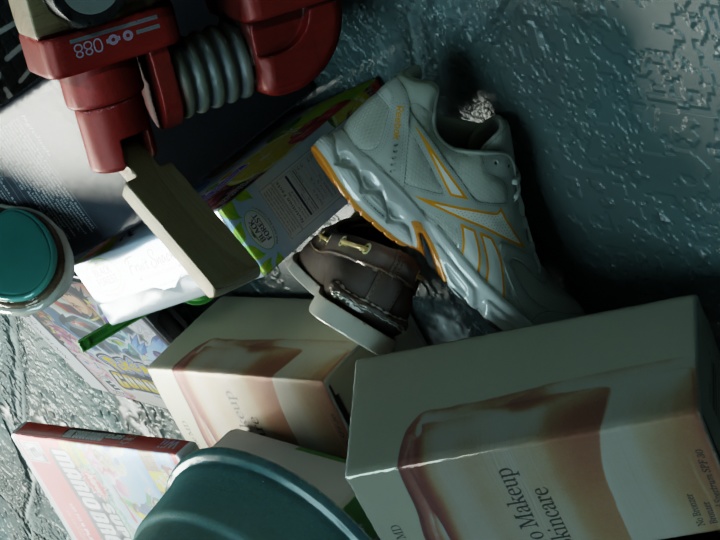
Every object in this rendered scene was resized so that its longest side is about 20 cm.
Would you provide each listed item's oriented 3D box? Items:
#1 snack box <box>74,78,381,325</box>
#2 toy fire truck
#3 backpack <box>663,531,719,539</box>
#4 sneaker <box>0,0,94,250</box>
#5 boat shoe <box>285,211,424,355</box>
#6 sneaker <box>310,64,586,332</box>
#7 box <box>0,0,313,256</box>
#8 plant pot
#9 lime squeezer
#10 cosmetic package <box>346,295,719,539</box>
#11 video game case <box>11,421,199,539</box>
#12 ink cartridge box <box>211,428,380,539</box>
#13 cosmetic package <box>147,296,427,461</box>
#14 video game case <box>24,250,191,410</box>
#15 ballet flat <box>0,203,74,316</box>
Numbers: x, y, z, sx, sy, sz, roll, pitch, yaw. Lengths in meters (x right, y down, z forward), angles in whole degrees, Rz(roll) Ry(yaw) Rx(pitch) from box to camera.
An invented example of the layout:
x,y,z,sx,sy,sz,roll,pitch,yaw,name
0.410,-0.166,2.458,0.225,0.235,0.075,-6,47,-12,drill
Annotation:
x,y,z,sx,sy,sz,roll,pitch,yaw,name
-0.074,-0.039,1.440,0.053,0.142,0.200,56,148,-11,snack box
-0.086,-0.103,1.312,0.129,0.175,0.202,25,131,65,toy fire truck
0.123,0.209,1.431,0.167,0.126,0.201,42,121,25,backpack
-0.237,-0.106,1.648,0.081,0.074,0.201,13,131,49,sneaker
0.000,0.000,1.421,0.072,0.060,0.200,30,-175,-9,boat shoe
0.071,-0.033,1.335,0.200,0.092,0.076,40,-173,-24,sneaker
-0.150,-0.093,1.474,0.105,0.148,0.200,55,149,-9,box
-0.097,0.242,1.361,0.199,0.196,0.201,28,142,25,plant pot
-0.102,0.007,1.576,0.199,0.071,0.038,-25,116,34,lime squeezer
0.103,0.094,1.295,0.198,0.088,0.104,-12,134,20,cosmetic package
-0.137,0.165,1.525,0.199,0.017,0.144,1,124,51,video game case
-0.026,0.215,1.543,0.144,0.084,0.201,11,135,45,ink cartridge box
-0.039,0.083,1.575,0.199,0.087,0.104,0,125,52,cosmetic package
-0.183,0.043,1.723,0.199,0.026,0.181,12,150,46,video game case
-0.228,-0.006,1.476,0.199,0.069,0.070,20,138,45,ballet flat
